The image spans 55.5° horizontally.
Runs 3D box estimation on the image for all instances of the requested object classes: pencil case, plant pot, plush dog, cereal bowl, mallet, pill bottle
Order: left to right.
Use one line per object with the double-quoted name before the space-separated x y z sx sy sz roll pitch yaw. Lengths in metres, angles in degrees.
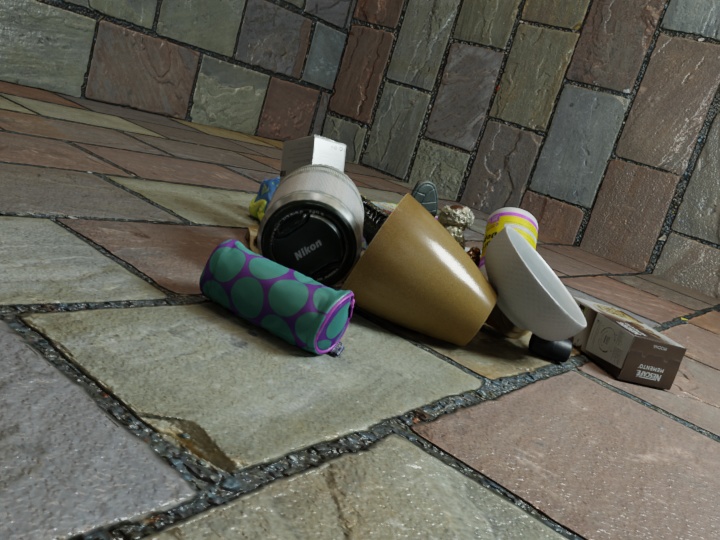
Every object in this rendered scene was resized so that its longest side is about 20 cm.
"pencil case" -0.103 0.031 0.853 0.199 0.086 0.092 24 30 25
"plant pot" 0.099 0.017 1.027 0.199 0.187 0.186 35 14 4
"plush dog" 0.152 -0.026 1.401 0.198 0.162 0.172 -11 30 0
"pill bottle" 0.284 -0.017 1.331 0.103 0.105 0.201 17 57 0
"cereal bowl" 0.261 0.032 1.074 0.200 0.083 0.201 42 21 -20
"mallet" 0.311 0.072 1.171 0.065 0.041 0.201 13 41 -8

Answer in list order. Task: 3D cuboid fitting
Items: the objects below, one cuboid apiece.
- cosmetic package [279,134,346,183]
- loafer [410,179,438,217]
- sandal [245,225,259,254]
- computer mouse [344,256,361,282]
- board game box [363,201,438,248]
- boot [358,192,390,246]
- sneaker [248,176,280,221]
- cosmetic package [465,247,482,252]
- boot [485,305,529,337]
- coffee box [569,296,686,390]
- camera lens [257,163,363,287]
"cosmetic package" -0.098 -0.144 1.301 0.081 0.202 0.112 9 -5 -38
"loafer" 0.123 -0.108 1.492 0.071 0.202 0.063 -5 30 -15
"sandal" -0.160 -0.067 1.226 0.077 0.070 0.212 11 14 -25
"computer mouse" 0.000 0.000 1.218 0.109 0.044 0.200 13 13 -22
"board game box" 0.088 -0.093 1.595 0.102 0.106 0.199 25 15 30
"boot" 0.029 -0.088 1.194 0.139 0.077 0.200 51 -22 -7
"sneaker" -0.168 -0.140 1.445 0.075 0.106 0.199 4 18 -46
"cosmetic package" 0.282 0.015 1.473 0.101 0.075 0.200 8 18 -38
"boot" 0.200 0.049 1.205 0.199 0.074 0.154 24 0 -32
"coffee box" 0.458 0.125 1.215 0.112 0.081 0.200 15 13 -17
"camera lens" -0.074 -0.073 1.096 0.158 0.161 0.200 16 25 -6
